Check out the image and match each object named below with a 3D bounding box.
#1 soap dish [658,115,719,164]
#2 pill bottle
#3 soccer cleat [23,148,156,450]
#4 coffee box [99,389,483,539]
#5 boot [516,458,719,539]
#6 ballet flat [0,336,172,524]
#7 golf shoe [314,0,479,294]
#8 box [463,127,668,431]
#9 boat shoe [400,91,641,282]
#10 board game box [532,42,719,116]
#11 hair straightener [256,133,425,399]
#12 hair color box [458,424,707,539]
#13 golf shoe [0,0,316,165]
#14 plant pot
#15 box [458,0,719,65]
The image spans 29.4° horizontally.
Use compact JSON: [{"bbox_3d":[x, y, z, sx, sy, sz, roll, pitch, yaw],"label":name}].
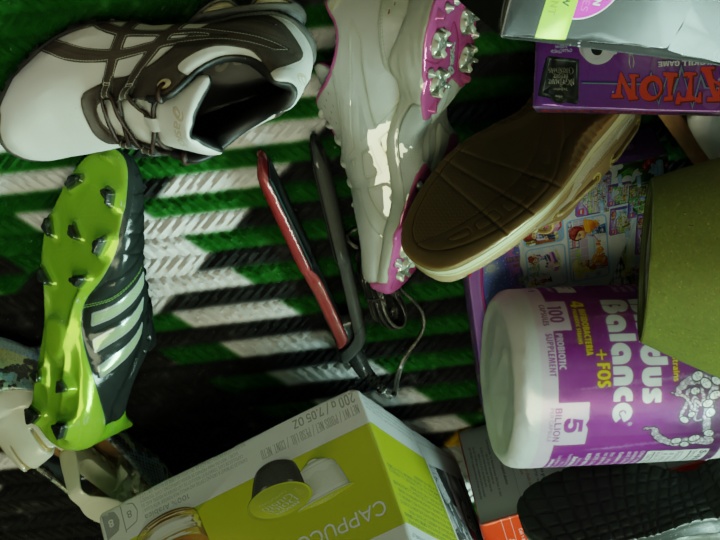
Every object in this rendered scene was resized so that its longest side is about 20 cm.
[{"bbox_3d":[0.290,-0.088,0.847,0.157,0.082,0.200,-35,121,16],"label":"soap dish"},{"bbox_3d":[0.182,0.064,0.868,0.197,0.113,0.113,-2,124,-7],"label":"pill bottle"},{"bbox_3d":[-0.164,0.017,0.876,0.081,0.067,0.203,-11,120,-53],"label":"soccer cleat"},{"bbox_3d":[-0.020,0.231,0.910,0.198,0.200,0.200,-27,151,11],"label":"coffee box"},{"bbox_3d":[0.204,0.189,0.913,0.197,0.068,0.132,-7,129,-1],"label":"boot"},{"bbox_3d":[-0.200,0.119,0.933,0.074,0.075,0.200,-39,119,18],"label":"ballet flat"},{"bbox_3d":[0.014,-0.084,0.823,0.091,0.075,0.202,21,121,22],"label":"golf shoe"},{"bbox_3d":[0.138,0.011,0.919,0.135,0.039,0.202,-11,125,-1],"label":"box"},{"bbox_3d":[0.106,-0.057,0.810,0.200,0.074,0.067,-42,146,-16],"label":"boat shoe"},{"bbox_3d":[0.197,-0.146,0.760,0.197,0.032,0.122,2,94,12],"label":"board game box"},{"bbox_3d":[0.000,0.000,0.891,0.076,0.041,0.202,-19,118,5],"label":"hair straightener"},{"bbox_3d":[0.177,0.138,0.972,0.197,0.102,0.062,-17,123,5],"label":"hair color box"},{"bbox_3d":[-0.121,-0.100,0.781,0.198,0.095,0.078,-19,125,7],"label":"golf shoe"},{"bbox_3d":[0.257,0.000,0.762,0.197,0.188,0.189,5,125,9],"label":"plant pot"},{"bbox_3d":[0.096,-0.199,0.623,0.123,0.200,0.150,3,117,-21],"label":"box"}]
